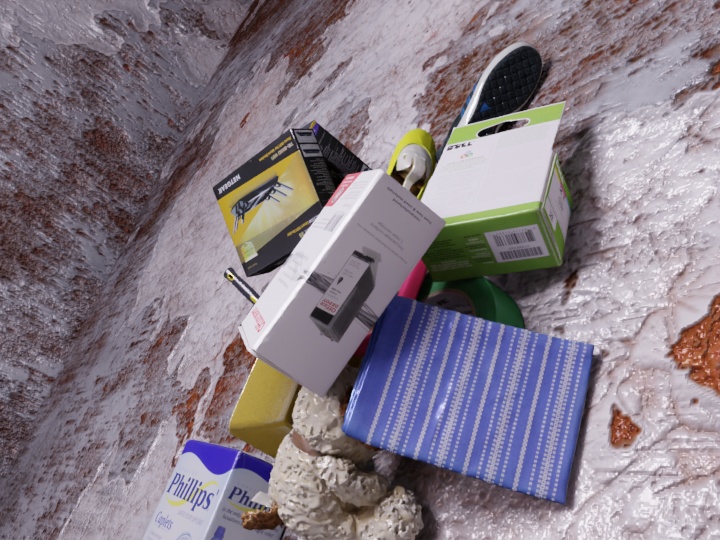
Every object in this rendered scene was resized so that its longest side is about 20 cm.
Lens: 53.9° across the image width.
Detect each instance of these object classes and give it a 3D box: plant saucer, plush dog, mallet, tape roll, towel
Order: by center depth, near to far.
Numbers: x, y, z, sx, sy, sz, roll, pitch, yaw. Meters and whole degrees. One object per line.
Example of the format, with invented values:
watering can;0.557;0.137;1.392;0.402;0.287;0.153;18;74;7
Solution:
towel;0.095;0.105;0.625;0.199;0.024;0.146;14;65;16
plush dog;-0.033;0.178;0.718;0.200;0.159;0.173;19;99;64
tape roll;0.086;0.095;0.769;0.200;0.048;0.201;-41;31;30
plant saucer;-0.056;0.132;0.855;0.048;0.200;0.201;11;67;28
mallet;-0.136;0.055;1.084;0.066;0.041;0.200;-46;68;12

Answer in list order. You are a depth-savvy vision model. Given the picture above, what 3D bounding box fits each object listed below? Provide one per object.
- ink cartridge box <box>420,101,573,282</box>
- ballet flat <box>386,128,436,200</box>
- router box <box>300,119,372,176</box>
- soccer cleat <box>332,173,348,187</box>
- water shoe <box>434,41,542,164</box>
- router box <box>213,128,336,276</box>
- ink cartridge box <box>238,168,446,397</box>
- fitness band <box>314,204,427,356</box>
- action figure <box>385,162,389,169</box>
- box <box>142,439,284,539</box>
ink cartridge box;0.155;-0.090;0.780;0.147;0.076;0.201;-8;39;33
ballet flat;0.060;-0.112;0.960;0.201;0.067;0.067;-64;8;-15
router box;-0.083;-0.153;1.201;0.199;0.157;0.052;-19;41;51
soccer cleat;-0.044;-0.101;1.153;0.200;0.073;0.069;-27;56;52
water shoe;0.163;-0.219;0.953;0.201;0.071;0.079;-55;21;3
router box;-0.126;-0.100;1.086;0.199;0.052;0.158;-28;81;38
ink cartridge box;-0.025;0.007;0.695;0.201;0.083;0.147;-54;14;-3
fitness band;0.000;0.000;0.810;0.201;0.143;0.037;-66;5;-19
action figure;0.036;-0.069;1.033;0.118;0.055;0.201;-34;39;34
box;-0.193;0.337;0.920;0.183;0.105;0.201;-11;51;55
